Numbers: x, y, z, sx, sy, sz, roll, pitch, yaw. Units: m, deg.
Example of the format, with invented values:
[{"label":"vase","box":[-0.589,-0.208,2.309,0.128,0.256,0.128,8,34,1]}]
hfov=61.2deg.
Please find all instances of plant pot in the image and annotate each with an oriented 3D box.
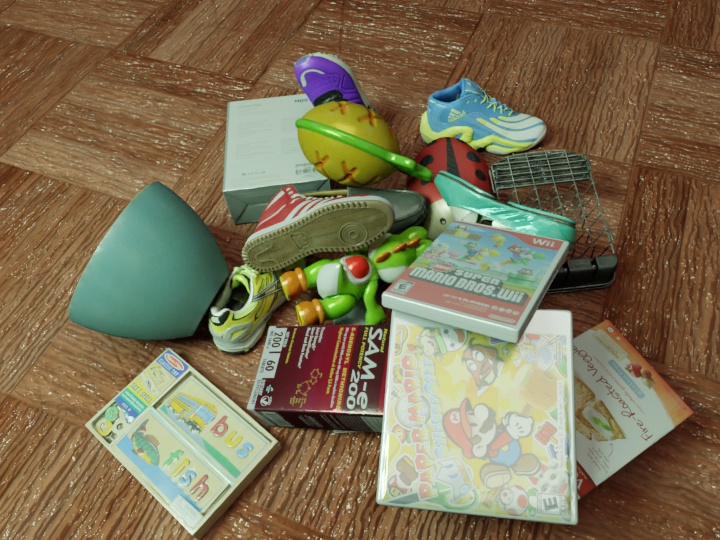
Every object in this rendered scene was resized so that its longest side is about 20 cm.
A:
[{"label":"plant pot","box":[-0.246,0.008,0.768,0.134,0.200,0.201,30,57,-9]}]

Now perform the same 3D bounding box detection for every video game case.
[{"label":"video game case","box":[0.131,0.002,0.660,0.143,0.018,0.200,14,33,26]},{"label":"video game case","box":[0.114,0.130,0.592,0.181,0.023,0.201,3,69,8]}]

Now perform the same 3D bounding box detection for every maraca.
[{"label":"maraca","box":[0.005,-0.163,0.825,0.199,0.137,0.107,22,98,5]}]

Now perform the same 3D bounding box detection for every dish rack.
[{"label":"dish rack","box":[0.255,-0.071,0.828,0.153,0.055,0.201,-5,65,-1]}]

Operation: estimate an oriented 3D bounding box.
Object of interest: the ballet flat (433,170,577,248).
[{"label":"ballet flat","box":[0.168,-0.063,0.770,0.200,0.067,0.071,26,94,25]}]

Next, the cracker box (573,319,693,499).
[{"label":"cracker box","box":[0.236,0.151,0.654,0.199,0.058,0.134,-22,61,-27]}]

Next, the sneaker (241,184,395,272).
[{"label":"sneaker","box":[-0.050,-0.070,0.772,0.199,0.071,0.113,-15,33,17]}]

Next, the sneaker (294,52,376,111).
[{"label":"sneaker","box":[-0.026,-0.233,0.912,0.069,0.200,0.100,-17,55,28]}]

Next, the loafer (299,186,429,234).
[{"label":"loafer","box":[-0.006,-0.083,0.844,0.199,0.072,0.073,-8,58,15]}]

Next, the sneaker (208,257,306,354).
[{"label":"sneaker","box":[-0.130,0.014,0.805,0.075,0.077,0.200,14,55,17]}]

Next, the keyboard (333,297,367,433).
[{"label":"keyboard","box":[-0.006,0.107,0.769,0.056,0.011,0.201,0,54,-2]}]

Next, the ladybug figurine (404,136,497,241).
[{"label":"ladybug figurine","box":[0.131,-0.126,0.888,0.135,0.072,0.201,-6,53,0]}]

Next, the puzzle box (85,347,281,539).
[{"label":"puzzle box","box":[-0.207,0.193,0.711,0.200,0.025,0.133,31,61,25]}]

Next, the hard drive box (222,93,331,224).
[{"label":"hard drive box","box":[-0.126,-0.178,0.945,0.155,0.077,0.201,-6,54,0]}]

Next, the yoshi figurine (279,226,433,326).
[{"label":"yoshi figurine","box":[0.002,0.010,0.793,0.199,0.113,0.112,-25,25,-10]}]

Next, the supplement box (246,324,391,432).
[{"label":"supplement box","box":[-0.019,0.121,0.691,0.199,0.061,0.109,-3,56,22]}]

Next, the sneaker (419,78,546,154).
[{"label":"sneaker","box":[0.193,-0.241,0.947,0.199,0.105,0.076,0,54,5]}]
